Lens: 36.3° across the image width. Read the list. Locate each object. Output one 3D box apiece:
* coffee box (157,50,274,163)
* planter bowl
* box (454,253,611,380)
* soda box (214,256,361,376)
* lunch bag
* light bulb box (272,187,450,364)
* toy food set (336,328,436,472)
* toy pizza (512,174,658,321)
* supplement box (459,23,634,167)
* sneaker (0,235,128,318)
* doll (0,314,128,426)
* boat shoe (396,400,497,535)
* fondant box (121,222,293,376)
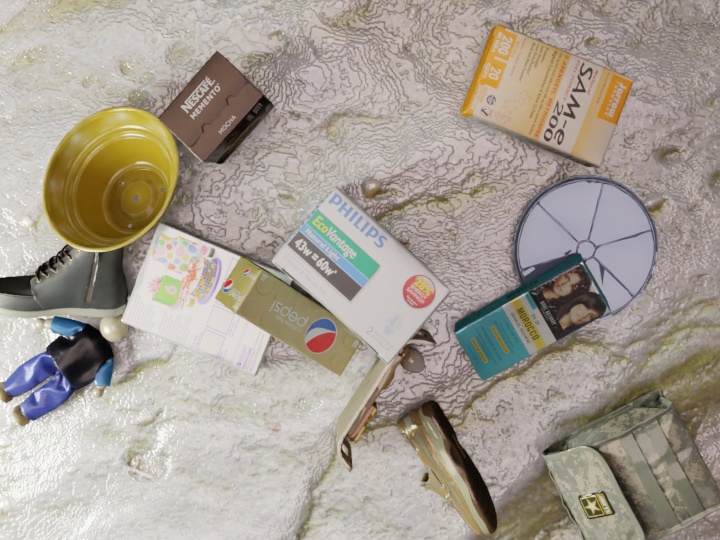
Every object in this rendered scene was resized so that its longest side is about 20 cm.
[{"bbox_3d":[-0.180,-0.203,1.409,0.080,0.200,0.113,43,92,-4],"label":"coffee box"},{"bbox_3d":[-0.313,-0.108,1.457,0.198,0.083,0.203,-6,70,16],"label":"planter bowl"},{"bbox_3d":[0.232,0.064,1.490,0.199,0.049,0.083,-31,98,13],"label":"box"},{"bbox_3d":[-0.091,0.061,1.448,0.199,0.064,0.068,35,86,-37],"label":"soda box"},{"bbox_3d":[0.365,0.282,1.498,0.199,0.118,0.165,-28,94,7],"label":"lunch bag"},{"bbox_3d":[0.000,0.000,1.427,0.198,0.200,0.125,41,93,-3],"label":"light bulb box"},{"bbox_3d":[0.033,0.167,1.469,0.060,0.144,0.201,32,93,-3],"label":"toy food set"},{"bbox_3d":[0.308,-0.030,1.511,0.197,0.032,0.203,0,98,3],"label":"toy pizza"},{"bbox_3d":[0.248,-0.233,1.476,0.198,0.074,0.127,20,94,-3],"label":"supplement box"},{"bbox_3d":[-0.412,0.000,1.471,0.197,0.075,0.107,1,118,-11],"label":"sneaker"},{"bbox_3d":[-0.404,0.123,1.506,0.199,0.048,0.137,-35,95,3],"label":"doll"},{"bbox_3d":[0.117,0.282,1.524,0.076,0.072,0.202,-29,87,16],"label":"boat shoe"},{"bbox_3d":[-0.206,0.038,1.499,0.198,0.058,0.146,22,94,-3],"label":"fondant box"}]
